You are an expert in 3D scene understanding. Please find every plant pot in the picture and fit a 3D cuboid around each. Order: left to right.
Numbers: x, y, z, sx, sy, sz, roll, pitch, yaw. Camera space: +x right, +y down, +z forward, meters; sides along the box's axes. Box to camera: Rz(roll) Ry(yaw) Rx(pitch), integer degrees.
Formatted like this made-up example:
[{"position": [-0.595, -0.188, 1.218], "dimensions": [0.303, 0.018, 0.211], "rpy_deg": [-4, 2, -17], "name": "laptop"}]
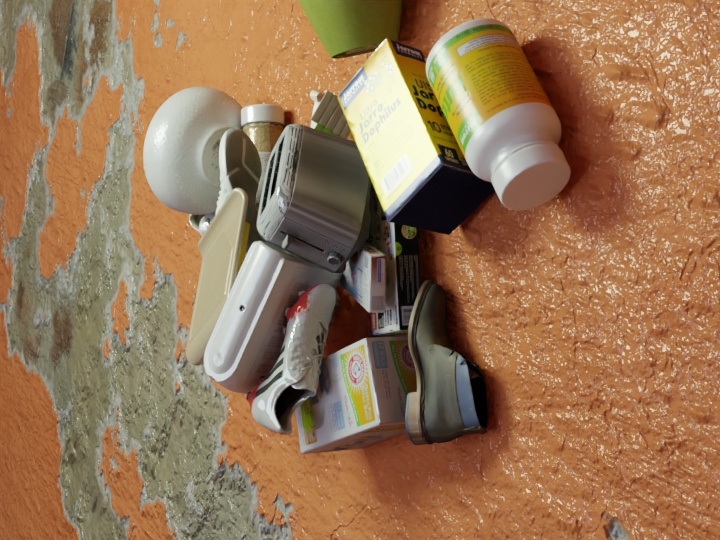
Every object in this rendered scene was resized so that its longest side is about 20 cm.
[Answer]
[{"position": [-0.015, -0.388, 1.530], "dimensions": [0.186, 0.185, 0.203], "rpy_deg": [-6, 98, 56], "name": "plant pot"}]

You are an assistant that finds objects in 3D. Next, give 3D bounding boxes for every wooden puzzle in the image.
[{"position": [-0.198, 0.012, 1.664], "dimensions": [0.185, 0.037, 0.203], "rpy_deg": [132, 145, -52], "name": "wooden puzzle"}]

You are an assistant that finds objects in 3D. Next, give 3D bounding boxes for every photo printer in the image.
[{"position": [-0.120, 0.069, 1.557], "dimensions": [0.069, 0.166, 0.202], "rpy_deg": [28, 98, 29], "name": "photo printer"}]

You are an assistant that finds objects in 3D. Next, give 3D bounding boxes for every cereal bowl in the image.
[{"position": [-0.235, -0.181, 1.825], "dimensions": [0.083, 0.198, 0.203], "rpy_deg": [17, 104, 42], "name": "cereal bowl"}]

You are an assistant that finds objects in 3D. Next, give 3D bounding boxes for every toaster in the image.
[{"position": [-0.055, -0.104, 1.518], "dimensions": [0.114, 0.128, 0.202], "rpy_deg": [131, 153, -51], "name": "toaster"}]

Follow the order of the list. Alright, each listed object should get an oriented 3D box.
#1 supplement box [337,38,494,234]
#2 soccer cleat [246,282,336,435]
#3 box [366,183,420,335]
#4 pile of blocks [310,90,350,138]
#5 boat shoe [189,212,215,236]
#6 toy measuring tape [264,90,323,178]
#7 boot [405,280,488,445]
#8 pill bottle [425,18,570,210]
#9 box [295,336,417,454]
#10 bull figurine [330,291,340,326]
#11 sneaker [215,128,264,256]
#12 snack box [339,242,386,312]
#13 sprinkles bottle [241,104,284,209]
[{"position": [0.070, -0.161, 1.416], "dimensions": [0.110, 0.108, 0.202], "rpy_deg": [-45, 53, 34], "name": "supplement box"}, {"position": [-0.075, 0.114, 1.498], "dimensions": [0.085, 0.068, 0.202], "rpy_deg": [32, 94, 45], "name": "soccer cleat"}, {"position": [0.041, -0.021, 1.511], "dimensions": [0.110, 0.034, 0.204], "rpy_deg": [162, 107, -70], "name": "box"}, {"position": [-0.046, -0.144, 1.632], "dimensions": [0.062, 0.081, 0.204], "rpy_deg": [-156, 72, -86], "name": "pile of blocks"}, {"position": [-0.227, -0.065, 1.895], "dimensions": [0.199, 0.068, 0.072], "rpy_deg": [-161, 67, -63], "name": "boat shoe"}, {"position": [-0.101, -0.166, 1.725], "dimensions": [0.073, 0.073, 0.203], "rpy_deg": [30, 114, 53], "name": "toy measuring tape"}, {"position": [0.112, 0.109, 1.414], "dimensions": [0.096, 0.074, 0.203], "rpy_deg": [-6, 74, 32], "name": "boot"}, {"position": [0.155, -0.170, 1.294], "dimensions": [0.111, 0.110, 0.202], "rpy_deg": [-53, 47, 41], "name": "pill bottle"}, {"position": [0.005, 0.163, 1.522], "dimensions": [0.199, 0.100, 0.114], "rpy_deg": [-29, 66, 53], "name": "box"}, {"position": [-0.115, 0.063, 1.677], "dimensions": [0.200, 0.065, 0.122], "rpy_deg": [-46, 73, 10], "name": "bull figurine"}, {"position": [-0.186, -0.106, 1.727], "dimensions": [0.080, 0.070, 0.204], "rpy_deg": [-2, 97, 48], "name": "sneaker"}, {"position": [0.000, 0.000, 1.534], "dimensions": [0.200, 0.024, 0.073], "rpy_deg": [-141, 50, -74], "name": "snack box"}, {"position": [-0.147, -0.150, 1.795], "dimensions": [0.068, 0.067, 0.204], "rpy_deg": [-10, 81, 56], "name": "sprinkles bottle"}]
